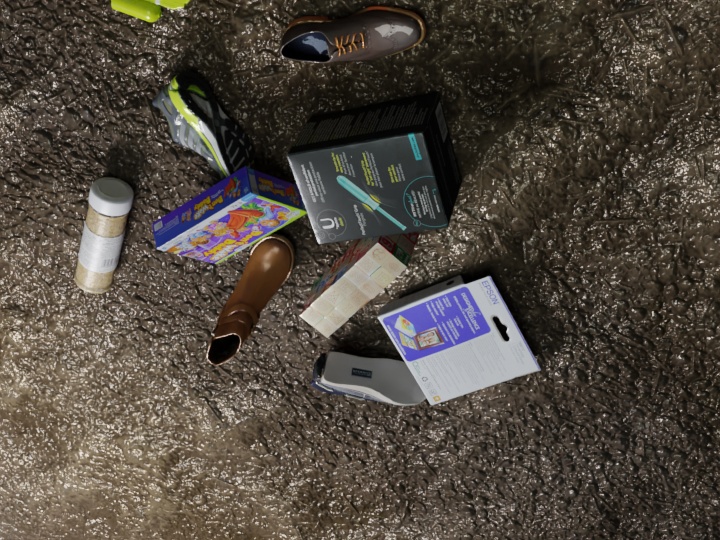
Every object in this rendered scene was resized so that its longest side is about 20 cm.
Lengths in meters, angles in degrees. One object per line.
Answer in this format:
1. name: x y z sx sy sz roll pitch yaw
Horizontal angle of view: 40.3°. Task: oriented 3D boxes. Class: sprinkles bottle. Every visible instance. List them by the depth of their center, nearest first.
1. sprinkles bottle: -0.422 -0.055 1.604 0.068 0.068 0.201 23 127 -1

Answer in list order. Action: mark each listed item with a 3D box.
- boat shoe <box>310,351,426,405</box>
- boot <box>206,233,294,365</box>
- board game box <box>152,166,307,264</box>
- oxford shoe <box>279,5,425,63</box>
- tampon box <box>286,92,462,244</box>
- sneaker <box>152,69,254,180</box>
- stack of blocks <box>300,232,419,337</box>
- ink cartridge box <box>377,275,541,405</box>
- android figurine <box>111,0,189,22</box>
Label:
1. boat shoe: 0.010 0.185 1.658 0.199 0.075 0.093 18 161 -13
2. boot: -0.180 0.047 1.551 0.076 0.156 0.200 35 126 -9
3. board game box: -0.198 -0.080 1.490 0.199 0.045 0.134 -27 156 30
4. oxford shoe: -0.012 -0.305 1.313 0.198 0.073 0.072 -4 122 18
5. tampon box: 0.024 -0.142 1.382 0.198 0.127 0.151 -7 121 21
6. sneaker: -0.231 -0.200 1.460 0.081 0.074 0.201 -14 117 40
7. stack of blocks: 0.000 0.000 1.494 0.058 0.115 0.200 39 126 -12
8. ink cartridge box: 0.159 0.107 1.565 0.199 0.043 0.199 -21 116 22
9. android figurine: -0.290 -0.429 1.329 0.199 0.041 0.183 21 126 3
